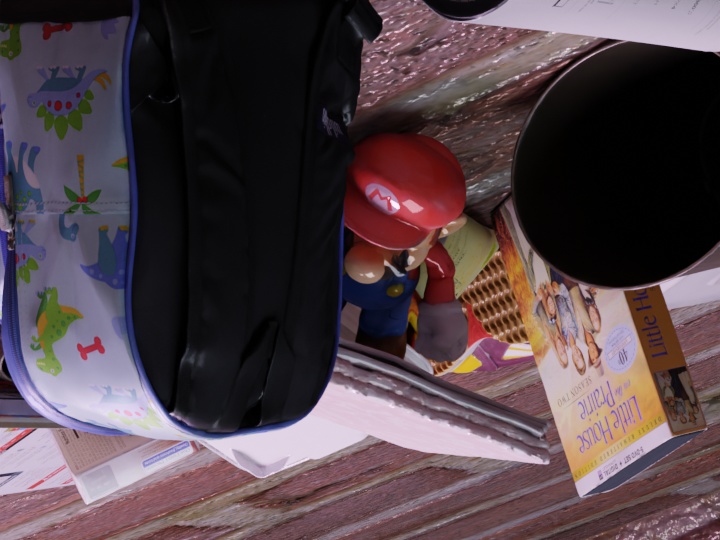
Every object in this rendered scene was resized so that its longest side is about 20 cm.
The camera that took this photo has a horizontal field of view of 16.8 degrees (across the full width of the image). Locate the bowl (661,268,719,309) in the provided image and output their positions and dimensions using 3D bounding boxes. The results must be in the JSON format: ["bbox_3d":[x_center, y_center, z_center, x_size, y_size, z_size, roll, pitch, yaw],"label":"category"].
[{"bbox_3d":[0.258,-0.034,1.692,0.199,0.075,0.200,-9,162,-30],"label":"bowl"}]

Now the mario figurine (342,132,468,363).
[{"bbox_3d":[0.000,0.000,1.418,0.123,0.106,0.200,-9,152,-16],"label":"mario figurine"}]

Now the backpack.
[{"bbox_3d":[-0.091,-0.026,1.076,0.147,0.201,0.183,-3,177,34],"label":"backpack"}]

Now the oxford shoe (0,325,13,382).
[{"bbox_3d":[-0.144,0.041,1.283,0.200,0.073,0.071,5,116,-53],"label":"oxford shoe"}]

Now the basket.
[{"bbox_3d":[0.218,-0.067,1.418,0.200,0.136,0.180,-7,167,-46],"label":"basket"}]

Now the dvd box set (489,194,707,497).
[{"bbox_3d":[0.147,0.030,1.545,0.029,0.200,0.146,-11,165,-22],"label":"dvd box set"}]

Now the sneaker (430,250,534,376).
[{"bbox_3d":[0.121,0.024,1.758,0.090,0.075,0.200,-7,171,-32],"label":"sneaker"}]

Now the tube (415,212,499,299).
[{"bbox_3d":[0.054,-0.012,1.586,0.058,0.052,0.200,-9,168,11],"label":"tube"}]

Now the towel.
[{"bbox_3d":[-0.009,0.069,1.460,0.200,0.032,0.191,23,169,-25],"label":"towel"}]

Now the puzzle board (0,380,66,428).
[{"bbox_3d":[-0.182,0.067,1.306,0.151,0.017,0.200,7,-178,44],"label":"puzzle board"}]

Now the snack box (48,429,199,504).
[{"bbox_3d":[-0.156,0.072,1.449,0.072,0.024,0.200,-26,-153,-8],"label":"snack box"}]

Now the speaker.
[{"bbox_3d":[0.112,-0.144,1.104,0.081,0.081,0.200,-29,162,39],"label":"speaker"}]

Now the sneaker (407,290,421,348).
[{"bbox_3d":[0.017,0.041,1.687,0.073,0.077,0.200,-21,166,10],"label":"sneaker"}]

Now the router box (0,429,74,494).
[{"bbox_3d":[-0.222,0.107,1.710,0.179,0.049,0.200,-5,161,-40],"label":"router box"}]

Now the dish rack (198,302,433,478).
[{"bbox_3d":[-0.067,0.069,1.589,0.171,0.044,0.200,-26,136,29],"label":"dish rack"}]
